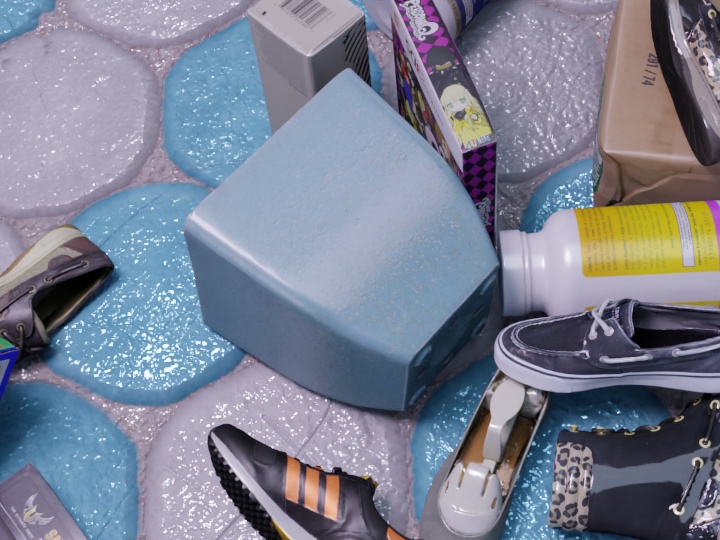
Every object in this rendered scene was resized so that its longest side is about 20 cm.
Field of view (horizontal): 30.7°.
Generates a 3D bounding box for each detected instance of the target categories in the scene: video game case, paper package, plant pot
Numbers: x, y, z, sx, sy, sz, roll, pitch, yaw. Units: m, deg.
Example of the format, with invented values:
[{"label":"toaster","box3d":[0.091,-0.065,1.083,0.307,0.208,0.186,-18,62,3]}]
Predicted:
[{"label":"video game case","box3d":[0.072,-0.117,1.131,0.036,0.200,0.182,-17,60,-5]},{"label":"paper package","box3d":[0.312,-0.149,1.187,0.190,0.104,0.200,6,61,10]},{"label":"plant pot","box3d":[0.000,0.000,1.080,0.200,0.196,0.196,39,69,17]}]

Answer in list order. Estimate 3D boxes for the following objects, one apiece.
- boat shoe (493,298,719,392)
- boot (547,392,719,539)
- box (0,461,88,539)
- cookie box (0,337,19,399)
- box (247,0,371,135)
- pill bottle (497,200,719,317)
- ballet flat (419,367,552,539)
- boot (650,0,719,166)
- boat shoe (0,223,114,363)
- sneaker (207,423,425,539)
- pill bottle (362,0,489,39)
[{"label":"boat shoe","box3d":[0.203,0.052,1.028,0.200,0.068,0.072,4,45,15]},{"label":"boot","box3d":[0.235,0.129,1.048,0.153,0.074,0.204,7,59,12]},{"label":"box","box3d":[-0.264,0.272,1.016,0.158,0.048,0.200,-36,63,-17]},{"label":"cookie box","box3d":[-0.398,0.092,1.069,0.200,0.075,0.171,30,107,20]},{"label":"box","box3d":[-0.039,-0.163,1.166,0.068,0.200,0.082,-42,66,-19]},{"label":"pill bottle","box3d":[0.217,-0.003,1.107,0.199,0.104,0.104,-3,59,2]},{"label":"ballet flat","box3d":[0.098,0.153,1.049,0.067,0.064,0.200,20,63,16]},{"label":"boot","box3d":[0.333,-0.190,1.107,0.150,0.073,0.200,-11,62,1]},{"label":"boat shoe","box3d":[-0.297,0.042,1.141,0.065,0.073,0.200,28,65,25]},{"label":"sneaker","box3d":[-0.034,0.183,1.043,0.090,0.070,0.200,-38,67,-23]},{"label":"pill bottle","box3d":[0.099,-0.317,1.299,0.111,0.111,0.200,32,67,21]}]
